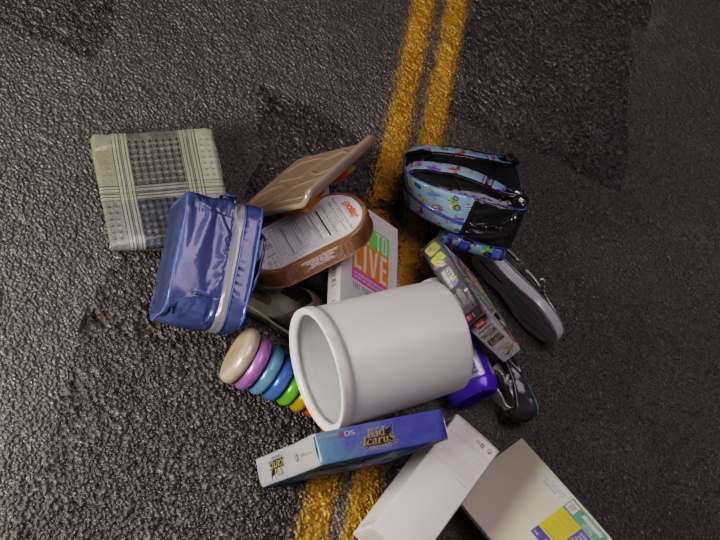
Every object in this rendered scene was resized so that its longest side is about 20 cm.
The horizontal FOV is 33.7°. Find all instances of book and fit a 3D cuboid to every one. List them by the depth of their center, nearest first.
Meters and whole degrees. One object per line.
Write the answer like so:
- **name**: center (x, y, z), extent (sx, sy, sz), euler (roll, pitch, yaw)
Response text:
- **book**: center (0.000, 0.000, 1.804), extent (0.133, 0.048, 0.201), euler (34, 45, -43)

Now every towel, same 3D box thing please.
- **towel**: center (-0.292, -0.120, 1.758), extent (0.192, 0.035, 0.201), euler (-6, 65, -19)

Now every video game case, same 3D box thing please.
- **video game case**: center (-0.013, 0.240, 1.595), extent (0.199, 0.181, 0.046), euler (-7, 74, -31)

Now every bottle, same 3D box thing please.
- **bottle**: center (0.139, 0.108, 1.826), extent (0.065, 0.083, 0.201), euler (30, 34, -65)

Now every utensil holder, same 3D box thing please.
- **utensil holder**: center (0.028, 0.112, 1.601), extent (0.199, 0.170, 0.170), euler (-12, 67, -24)

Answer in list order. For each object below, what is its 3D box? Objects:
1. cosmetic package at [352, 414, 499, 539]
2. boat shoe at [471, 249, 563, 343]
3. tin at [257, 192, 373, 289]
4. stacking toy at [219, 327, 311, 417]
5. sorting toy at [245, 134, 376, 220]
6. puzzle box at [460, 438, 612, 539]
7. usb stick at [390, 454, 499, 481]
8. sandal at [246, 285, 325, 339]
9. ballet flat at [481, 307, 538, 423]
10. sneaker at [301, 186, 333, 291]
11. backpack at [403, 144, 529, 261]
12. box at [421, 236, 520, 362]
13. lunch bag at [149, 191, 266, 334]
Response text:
- **cosmetic package**: center (0.090, 0.305, 1.630), extent (0.085, 0.108, 0.200), euler (42, 65, -1)
- **boat shoe**: center (0.272, 0.027, 1.954), extent (0.071, 0.072, 0.200), euler (-32, 78, -34)
- **tin**: center (-0.077, -0.045, 1.733), extent (0.199, 0.042, 0.112), euler (-27, 50, -7)
- **stacking toy**: center (-0.095, 0.165, 1.675), extent (0.200, 0.085, 0.086), euler (33, 51, -15)
- **sorting toy**: center (-0.086, -0.127, 1.783), extent (0.185, 0.200, 0.037), euler (-45, 111, -39)
- **puzzle box**: center (0.238, 0.347, 1.667), extent (0.133, 0.025, 0.200), euler (-33, 56, -12)
- **usb stick**: center (0.136, 0.300, 1.739), extent (0.199, 0.033, 0.056), euler (2, 67, -28)
- **sandal**: center (-0.098, 0.056, 1.745), extent (0.200, 0.057, 0.080), euler (24, 53, -14)
- **ballet flat**: center (0.212, 0.145, 1.853), extent (0.073, 0.073, 0.201), euler (-10, 69, -33)
- **sneaker**: center (-0.068, -0.047, 1.829), extent (0.085, 0.074, 0.200), euler (43, 40, -32)
- **backpack**: center (0.156, -0.119, 1.923), extent (0.199, 0.135, 0.183), euler (13, 30, -8)
- **box**: center (0.168, 0.043, 1.830), extent (0.110, 0.035, 0.200), euler (43, 13, -39)
- **lunch bag**: center (-0.204, -0.013, 1.655), extent (0.132, 0.136, 0.201), euler (14, 78, -18)
